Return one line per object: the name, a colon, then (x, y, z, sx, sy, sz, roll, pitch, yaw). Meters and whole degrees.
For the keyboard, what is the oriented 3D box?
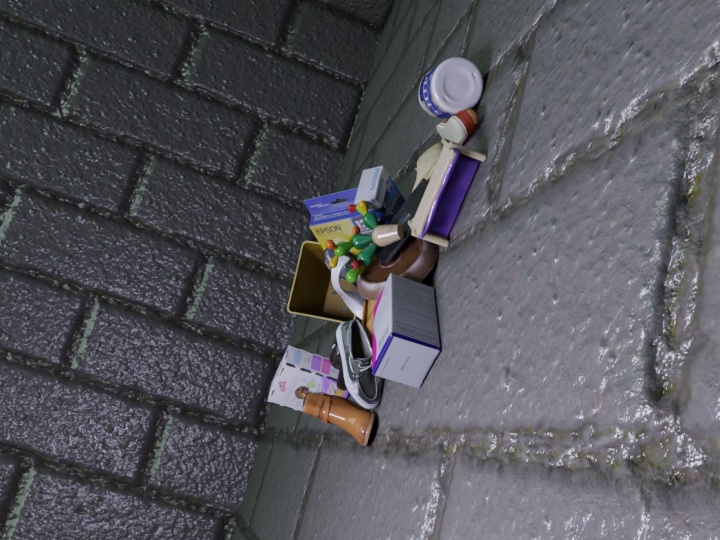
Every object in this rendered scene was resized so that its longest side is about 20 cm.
keyboard: (0.088, -0.113, 1.497, 0.201, 0.021, 0.127, -53, 37, 3)

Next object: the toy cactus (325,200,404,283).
toy cactus: (0.012, -0.075, 1.474, 0.163, 0.102, 0.202, -12, 45, 31)

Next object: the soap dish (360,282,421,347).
soap dish: (0.067, 0.063, 1.566, 0.158, 0.080, 0.201, -84, 17, -51)

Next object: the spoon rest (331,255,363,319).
spoon rest: (-0.023, 0.056, 1.684, 0.061, 0.202, 0.099, -41, 37, -23)

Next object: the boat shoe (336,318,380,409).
boat shoe: (-0.002, 0.204, 1.518, 0.071, 0.071, 0.202, -41, 67, 58)

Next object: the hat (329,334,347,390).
hat: (-0.027, 0.195, 1.733, 0.201, 0.080, 0.201, -51, 17, 21)

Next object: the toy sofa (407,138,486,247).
toy sofa: (0.173, -0.152, 1.374, 0.098, 0.082, 0.202, -111, 41, -67)

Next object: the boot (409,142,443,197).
boot: (0.147, -0.185, 1.601, 0.156, 0.072, 0.201, -87, 20, -55)

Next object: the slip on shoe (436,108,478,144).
slip on shoe: (0.215, -0.312, 1.519, 0.061, 0.074, 0.200, -36, 3, -3)

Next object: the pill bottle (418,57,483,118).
pill bottle: (0.200, -0.417, 1.598, 0.200, 0.118, 0.121, -141, 70, -80)

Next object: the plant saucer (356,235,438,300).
plant saucer: (0.071, -0.017, 1.484, 0.198, 0.032, 0.201, -25, 32, 17)

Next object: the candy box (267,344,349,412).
candy box: (-0.131, 0.307, 1.854, 0.072, 0.197, 0.169, -84, 17, -50)

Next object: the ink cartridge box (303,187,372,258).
ink cartridge box: (-0.024, -0.105, 1.722, 0.195, 0.201, 0.047, -9, 43, 30)

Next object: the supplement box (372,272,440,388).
supplement box: (0.084, 0.112, 1.328, 0.201, 0.102, 0.102, -89, 19, -55)

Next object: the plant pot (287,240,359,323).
plant pot: (-0.061, 0.050, 1.911, 0.176, 0.197, 0.203, 38, -117, -67)

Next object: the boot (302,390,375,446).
boot: (-0.054, 0.325, 1.533, 0.200, 0.153, 0.075, -178, 107, -79)

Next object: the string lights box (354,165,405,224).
string lights box: (0.066, -0.139, 1.631, 0.058, 0.200, 0.104, -8, 50, 30)

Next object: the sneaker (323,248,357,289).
sneaker: (0.000, 0.000, 1.720, 0.087, 0.199, 0.075, -30, 24, 55)
